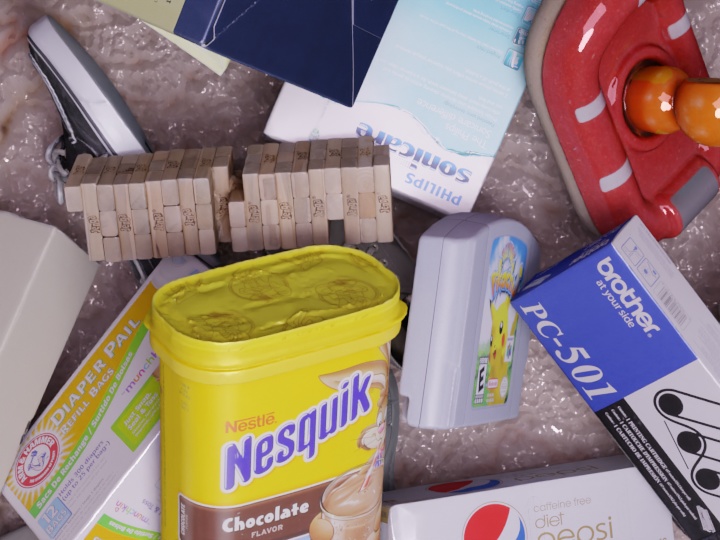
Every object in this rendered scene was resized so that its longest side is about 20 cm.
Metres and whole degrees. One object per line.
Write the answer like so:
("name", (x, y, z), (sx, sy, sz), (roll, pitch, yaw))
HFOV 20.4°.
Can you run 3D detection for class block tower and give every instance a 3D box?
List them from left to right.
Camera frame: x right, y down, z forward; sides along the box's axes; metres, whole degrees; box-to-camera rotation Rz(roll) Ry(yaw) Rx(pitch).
("block tower", (-0.080, -0.045, 1.257), (0.200, 0.054, 0.058), (-2, 114, 3))

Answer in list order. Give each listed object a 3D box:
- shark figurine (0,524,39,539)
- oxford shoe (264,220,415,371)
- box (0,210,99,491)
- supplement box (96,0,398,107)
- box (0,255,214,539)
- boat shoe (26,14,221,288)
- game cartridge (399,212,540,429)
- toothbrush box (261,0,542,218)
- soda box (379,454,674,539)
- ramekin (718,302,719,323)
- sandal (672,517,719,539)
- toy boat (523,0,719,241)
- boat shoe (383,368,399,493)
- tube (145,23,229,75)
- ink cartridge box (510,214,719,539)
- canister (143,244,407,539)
("shark figurine", (-0.268, 0.270, 1.309), (0.128, 0.090, 0.215), (6, 89, -2))
("oxford shoe", (0.000, 0.000, 1.334), (0.075, 0.058, 0.200), (-44, 91, 1))
("box", (-0.248, 0.063, 1.278), (0.082, 0.068, 0.200), (16, 74, 27))
("supplement box", (-0.098, -0.204, 1.139), (0.200, 0.200, 0.134), (26, 95, 23))
("box", (-0.123, 0.103, 1.284), (0.200, 0.112, 0.101), (-52, 131, -1))
("boat shoe", (-0.171, -0.070, 1.315), (0.068, 0.074, 0.199), (-31, 108, 3))
("game cartridge", (0.073, 0.030, 1.269), (0.040, 0.200, 0.134), (4, 90, 18))
("toothbrush box", (0.039, -0.149, 1.318), (0.146, 0.085, 0.200), (23, 90, -4))
("soda box", (0.101, 0.166, 1.311), (0.200, 0.068, 0.064), (-7, 92, -20))
("ramekin", (0.322, 0.007, 1.288), (0.200, 0.200, 0.105), (-43, 83, -2))
("sandal", (0.220, 0.092, 1.343), (0.045, 0.075, 0.200), (-26, 101, -39))
("toy boat", (0.193, -0.109, 1.270), (0.131, 0.131, 0.200), (-44, 124, -29))
("boat shoe", (-0.016, 0.151, 1.338), (0.074, 0.065, 0.202), (-1, 97, -22))
("tube", (-0.067, -0.232, 1.331), (0.058, 0.052, 0.200), (39, 95, 37))
("ink cartridge box", (0.193, 0.071, 1.270), (0.094, 0.044, 0.200), (-34, 96, 41))
("canister", (-0.051, 0.100, 1.202), (0.148, 0.087, 0.200), (-15, 123, -29))
